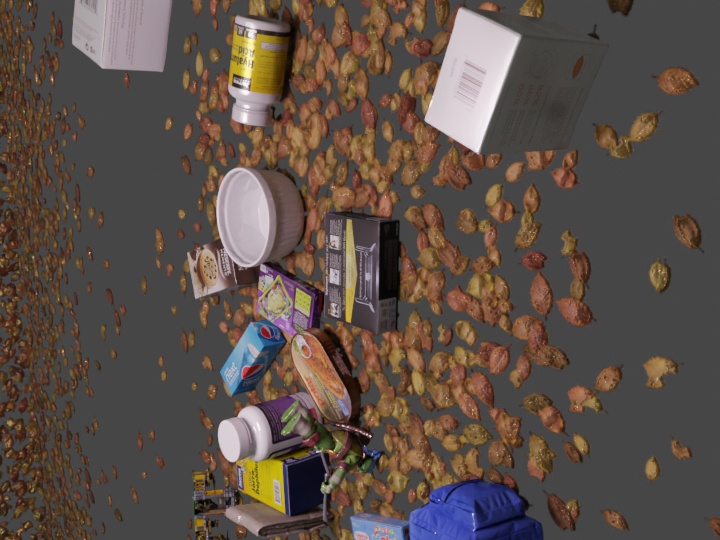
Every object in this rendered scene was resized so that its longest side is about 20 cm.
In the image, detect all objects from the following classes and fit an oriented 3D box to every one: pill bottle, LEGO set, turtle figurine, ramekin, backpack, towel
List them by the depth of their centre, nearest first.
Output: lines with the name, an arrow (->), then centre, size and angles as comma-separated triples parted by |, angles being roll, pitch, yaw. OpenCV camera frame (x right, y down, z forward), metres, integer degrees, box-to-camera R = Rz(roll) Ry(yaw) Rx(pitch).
backpack -> 0.173, 0.414, 1.192 | 0.199, 0.161, 0.170 | -14, 77, 62
turtle figurine -> -0.081, 0.354, 1.450 | 0.194, 0.144, 0.200 | 42, 128, -13
pill bottle -> -0.205, -0.398, 1.525 | 0.111, 0.110, 0.202 | 31, 119, 42
pill bottle -> -0.184, 0.322, 1.556 | 0.111, 0.198, 0.113 | 10, 104, 47
towel -> -0.164, 0.506, 1.569 | 0.132, 0.198, 0.035 | 4, 87, 49
ramekin -> -0.202, -0.113, 1.576 | 0.199, 0.104, 0.203 | 12, 106, 47
LEGO set -> -0.355, 0.598, 1.906 | 0.154, 0.114, 0.203 | -166, 74, -78

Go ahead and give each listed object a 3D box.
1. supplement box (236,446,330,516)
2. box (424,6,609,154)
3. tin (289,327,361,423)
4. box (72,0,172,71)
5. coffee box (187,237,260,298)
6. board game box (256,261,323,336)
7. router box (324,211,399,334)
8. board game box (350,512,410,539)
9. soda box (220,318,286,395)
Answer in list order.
supplement box -> -0.168, 0.425, 1.625 | 0.199, 0.108, 0.111 | 5, 100, 49
box -> 0.204, -0.245, 1.001 | 0.106, 0.198, 0.154 | 39, 124, 36
tin -> -0.070, 0.207, 1.508 | 0.112, 0.042, 0.201 | -39, 77, 41
box -> -0.592, -0.621, 1.894 | 0.199, 0.170, 0.202 | 38, 124, 39
coffee box -> -0.307, -0.010, 1.736 | 0.199, 0.079, 0.115 | -17, 83, 50
board game box -> -0.151, 0.069, 1.607 | 0.199, 0.032, 0.122 | 28, 114, 44
router box -> 0.000, 0.000, 1.397 | 0.156, 0.052, 0.203 | 15, 108, 48
board game box -> 0.053, 0.570, 1.446 | 0.150, 0.036, 0.203 | -10, 89, 50
soda box -> -0.242, 0.194, 1.707 | 0.068, 0.064, 0.201 | 58, 135, 25
